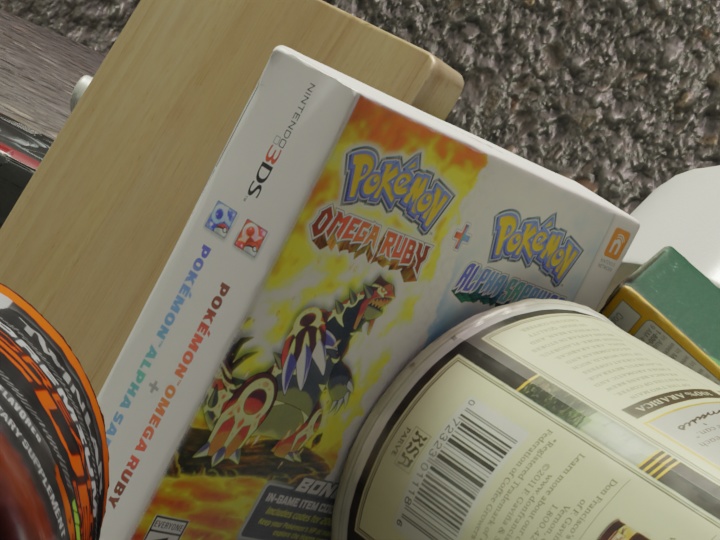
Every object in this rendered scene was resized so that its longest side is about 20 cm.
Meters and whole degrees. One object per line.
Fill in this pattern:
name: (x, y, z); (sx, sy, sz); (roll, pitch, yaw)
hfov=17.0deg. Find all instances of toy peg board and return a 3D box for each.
toy peg board: (-0.044, -0.004, 0.958); (0.098, 0.200, 0.199); (32, 0, -38)

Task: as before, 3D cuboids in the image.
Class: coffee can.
coffee can: (0.104, 0.111, 0.790); (0.146, 0.147, 0.200); (22, 7, -40)

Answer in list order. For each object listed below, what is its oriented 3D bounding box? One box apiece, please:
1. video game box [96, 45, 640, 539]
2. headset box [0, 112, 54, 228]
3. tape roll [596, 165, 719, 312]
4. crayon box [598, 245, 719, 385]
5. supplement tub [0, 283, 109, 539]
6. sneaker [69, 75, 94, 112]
video game box: (-0.001, 0.034, 0.841); (0.047, 0.183, 0.200); (29, 6, 35)
headset box: (-0.185, -0.032, 1.183); (0.149, 0.077, 0.200); (27, 6, 0)
tape roll: (0.175, 0.056, 1.016); (0.202, 0.071, 0.203); (33, -31, 23)
crayon box: (0.151, 0.104, 0.933); (0.200, 0.126, 0.052); (43, 35, 10)
supplement tub: (-0.110, 0.052, 0.528); (0.107, 0.107, 0.200); (26, 5, -5)
sneaker: (-0.107, -0.062, 1.404); (0.146, 0.081, 0.200); (44, -33, -12)
